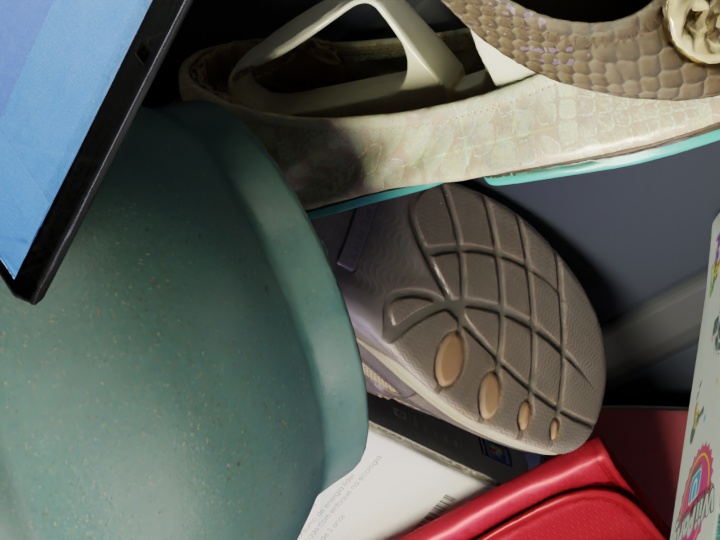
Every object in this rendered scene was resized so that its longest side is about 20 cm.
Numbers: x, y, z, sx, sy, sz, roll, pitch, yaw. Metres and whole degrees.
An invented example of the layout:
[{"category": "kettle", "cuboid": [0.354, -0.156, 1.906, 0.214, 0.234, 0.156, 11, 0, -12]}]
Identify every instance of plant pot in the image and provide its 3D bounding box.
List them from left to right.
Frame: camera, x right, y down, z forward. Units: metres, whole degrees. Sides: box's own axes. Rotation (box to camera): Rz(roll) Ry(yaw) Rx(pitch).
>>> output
[{"category": "plant pot", "cuboid": [-0.081, 0.029, 0.746, 0.134, 0.201, 0.200, -24, 164, -19]}]

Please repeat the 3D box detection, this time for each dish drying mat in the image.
[{"category": "dish drying mat", "cuboid": [0.016, 0.129, 0.957, 0.199, 0.018, 0.077, -29, 135, 11]}]

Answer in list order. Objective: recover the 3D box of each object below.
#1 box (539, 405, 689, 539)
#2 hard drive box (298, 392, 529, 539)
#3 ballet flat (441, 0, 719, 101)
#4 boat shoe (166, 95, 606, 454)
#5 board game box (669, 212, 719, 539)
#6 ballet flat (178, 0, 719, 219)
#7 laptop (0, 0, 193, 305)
[{"category": "box", "cuboid": [0.126, 0.166, 1.009, 0.108, 0.201, 0.128, 0, 158, 25]}, {"category": "hard drive box", "cuboid": [-0.062, 0.076, 0.968, 0.199, 0.077, 0.156, 27, 118, -26]}, {"category": "ballet flat", "cuboid": [0.030, -0.101, 0.657, 0.199, 0.068, 0.046, 28, 166, -20]}, {"category": "boat shoe", "cuboid": [0.000, 0.000, 0.891, 0.200, 0.075, 0.073, 35, 159, -26]}, {"category": "board game box", "cuboid": [0.172, 0.079, 0.812, 0.147, 0.201, 0.064, 14, 155, -5]}, {"category": "ballet flat", "cuboid": [0.029, -0.056, 0.756, 0.199, 0.068, 0.063, -12, 116, 31]}, {"category": "laptop", "cuboid": [-0.134, -0.111, 0.596, 0.199, 0.104, 0.178, 18, 131, -16]}]
